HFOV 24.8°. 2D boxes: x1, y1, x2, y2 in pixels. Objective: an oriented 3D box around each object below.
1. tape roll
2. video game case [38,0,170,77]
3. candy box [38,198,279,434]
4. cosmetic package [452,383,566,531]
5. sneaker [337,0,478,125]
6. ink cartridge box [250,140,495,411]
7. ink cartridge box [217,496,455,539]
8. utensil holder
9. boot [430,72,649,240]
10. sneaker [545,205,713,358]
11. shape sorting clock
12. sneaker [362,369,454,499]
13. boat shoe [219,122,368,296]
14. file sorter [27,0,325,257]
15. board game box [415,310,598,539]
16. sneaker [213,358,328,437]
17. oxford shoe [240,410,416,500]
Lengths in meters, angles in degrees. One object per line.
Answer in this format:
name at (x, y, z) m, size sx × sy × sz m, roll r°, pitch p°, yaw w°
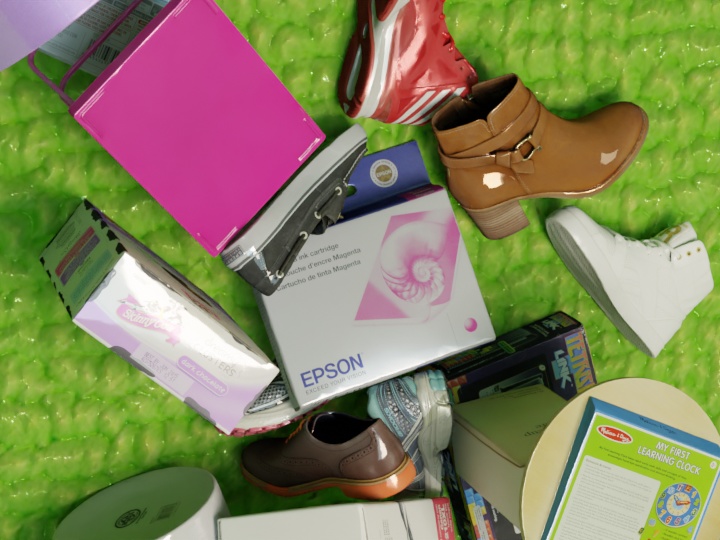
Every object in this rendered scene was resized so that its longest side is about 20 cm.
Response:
tape roll at (-0.244, -0.233, 1.256) m, size 0.200 × 0.200 × 0.066 m, roll -40°, pitch 113°, yaw -6°
video game case at (-0.225, -0.264, 1.375) m, size 0.198 × 0.022 × 0.184 m, roll 22°, pitch 96°, yaw -22°
candy box at (-0.173, 0.035, 1.374) m, size 0.167 × 0.200 × 0.072 m, roll 40°, pitch 89°, yaw -23°
cosmetic package at (0.163, 0.172, 1.468) m, size 0.102 × 0.200 × 0.074 m, roll -13°, pitch 106°, yaw -17°
sneaker at (0.059, -0.225, 1.467) m, size 0.114 × 0.078 × 0.202 m, roll 9°, pitch 113°, yaw -30°
ink cartridge box at (0.000, 0.000, 1.470) m, size 0.195 × 0.043 × 0.202 m, roll -19°, pitch 87°, yaw -14°
ink cartridge box at (-0.017, 0.250, 1.449) m, size 0.143 × 0.200 × 0.085 m, roll -10°, pitch 80°, yaw 23°
utensil holder at (-0.171, 0.301, 1.466) m, size 0.169 × 0.170 × 0.202 m, roll -23°, pitch 108°, yaw -12°
boot at (0.162, -0.131, 1.498) m, size 0.199 × 0.077 × 0.156 m, roll -28°, pitch 134°, yaw 3°
sneaker at (0.266, -0.020, 1.589) m, size 0.116 × 0.074 × 0.200 m, roll -45°, pitch 123°, yaw -5°
shape sorting clock at (0.220, 0.188, 1.362) m, size 0.198 × 0.039 × 0.202 m, roll -3°, pitch 99°, yaw -19°
sneaker at (0.034, 0.164, 1.530) m, size 0.085 × 0.078 × 0.201 m, roll -3°, pitch 136°, yaw -6°
boat shoe at (-0.048, -0.054, 1.431) m, size 0.057 × 0.068 × 0.200 m, roll 47°, pitch 54°, yaw -8°
file sorter at (-0.155, -0.141, 1.343) m, size 0.139 × 0.125 × 0.200 m, roll -46°, pitch 135°, yaw -4°
board game box at (0.158, 0.163, 1.603) m, size 0.164 × 0.057 × 0.202 m, roll -21°, pitch 109°, yaw -15°
sneaker at (-0.051, 0.090, 1.506) m, size 0.199 × 0.081 × 0.075 m, roll -29°, pitch 91°, yaw -15°
oxford shoe at (-0.038, 0.156, 1.469) m, size 0.071 × 0.199 × 0.073 m, roll -43°, pitch 117°, yaw -43°
